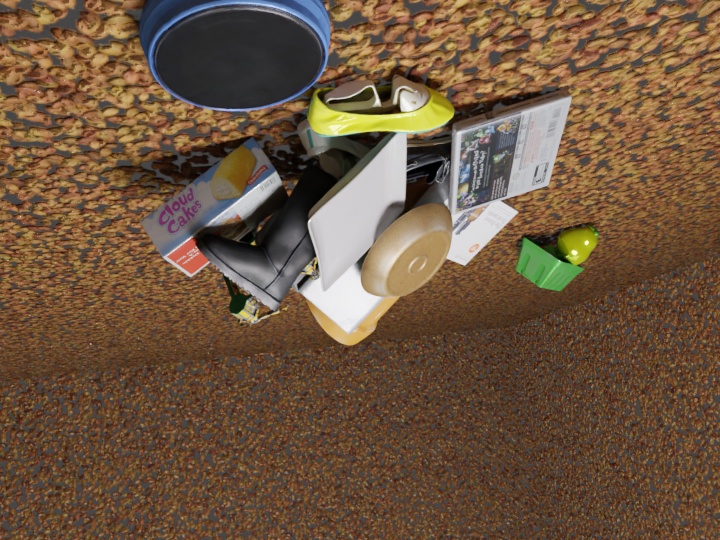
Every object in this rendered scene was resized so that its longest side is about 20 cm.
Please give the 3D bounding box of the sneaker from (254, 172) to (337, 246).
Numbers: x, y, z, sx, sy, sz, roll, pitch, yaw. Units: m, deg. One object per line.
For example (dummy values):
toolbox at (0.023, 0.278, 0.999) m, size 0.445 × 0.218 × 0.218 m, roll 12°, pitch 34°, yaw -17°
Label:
sneaker at (-0.069, -0.071, 0.963) m, size 0.197 × 0.116 × 0.076 m, roll -36°, pitch 178°, yaw -27°

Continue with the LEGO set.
LEGO set at (-0.147, 0.008, 1.065) m, size 0.200 × 0.154 × 0.116 m, roll -45°, pitch 143°, yaw 1°

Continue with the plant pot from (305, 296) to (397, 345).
plant pot at (0.005, 0.022, 1.284) m, size 0.181 × 0.205 × 0.198 m, roll -34°, pitch 156°, yaw 24°

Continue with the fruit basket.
fruit basket at (0.541, -0.053, 1.649) m, size 0.212 × 0.155 × 0.220 m, roll -29°, pitch 140°, yaw -28°

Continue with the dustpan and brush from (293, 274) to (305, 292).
dustpan and brush at (-0.068, -0.069, 1.161) m, size 0.197 × 0.142 × 0.057 m, roll -33°, pitch 174°, yaw 17°

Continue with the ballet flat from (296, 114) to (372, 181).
ballet flat at (-0.031, -0.163, 0.892) m, size 0.067 × 0.072 × 0.199 m, roll -15°, pitch 166°, yaw 22°

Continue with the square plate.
square plate at (-0.004, -0.087, 0.880) m, size 0.200 × 0.028 × 0.200 m, roll -46°, pitch 158°, yaw -19°

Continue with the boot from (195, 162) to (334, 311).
boot at (-0.118, -0.067, 0.869) m, size 0.164 × 0.202 × 0.065 m, roll 39°, pitch 179°, yaw -39°

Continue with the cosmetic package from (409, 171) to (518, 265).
cosmetic package at (0.181, -0.096, 1.110) m, size 0.197 × 0.053 × 0.151 m, roll 16°, pitch 127°, yaw -47°

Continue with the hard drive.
hard drive at (0.000, 0.000, 1.087) m, size 0.200 × 0.033 × 0.139 m, roll -46°, pitch 117°, yaw 8°

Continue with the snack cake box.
snack cake box at (-0.205, -0.089, 0.888) m, size 0.198 × 0.068 × 0.115 m, roll -38°, pitch 169°, yaw -6°

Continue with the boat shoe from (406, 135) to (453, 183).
boat shoe at (0.120, -0.172, 0.970) m, size 0.193 × 0.064 × 0.075 m, roll -7°, pitch 164°, yaw -17°

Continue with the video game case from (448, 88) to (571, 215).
video game case at (0.224, -0.177, 0.944) m, size 0.176 × 0.024 × 0.202 m, roll -18°, pitch 149°, yaw -4°

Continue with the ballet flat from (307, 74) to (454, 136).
ballet flat at (0.028, -0.211, 0.766) m, size 0.193 × 0.069 × 0.068 m, roll -7°, pitch 145°, yaw -5°

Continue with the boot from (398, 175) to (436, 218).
boot at (0.106, -0.104, 1.150) m, size 0.140 × 0.073 × 0.202 m, roll -24°, pitch 157°, yaw 2°

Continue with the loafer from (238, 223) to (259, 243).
loafer at (-0.215, -0.095, 1.020) m, size 0.073 × 0.072 × 0.200 m, roll -12°, pitch 166°, yaw 12°

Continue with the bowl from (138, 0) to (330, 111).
bowl at (-0.125, -0.228, 0.626) m, size 0.193 × 0.041 × 0.201 m, roll -9°, pitch 166°, yaw -2°

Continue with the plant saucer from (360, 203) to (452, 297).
plant saucer at (0.089, -0.021, 1.031) m, size 0.196 × 0.036 × 0.203 m, roll -28°, pitch 147°, yaw -20°
